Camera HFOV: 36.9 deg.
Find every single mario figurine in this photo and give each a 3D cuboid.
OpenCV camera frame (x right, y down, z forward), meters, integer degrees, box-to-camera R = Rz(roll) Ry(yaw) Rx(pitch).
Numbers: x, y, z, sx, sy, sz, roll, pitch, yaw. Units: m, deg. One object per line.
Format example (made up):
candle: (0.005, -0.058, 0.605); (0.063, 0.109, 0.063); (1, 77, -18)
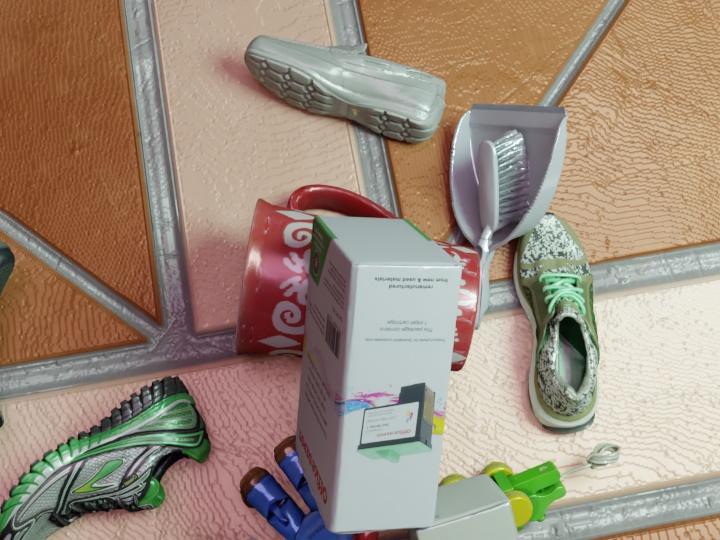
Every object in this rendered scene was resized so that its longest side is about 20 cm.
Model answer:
mario figurine: (-0.015, 0.241, 0.905); (0.105, 0.124, 0.201); (-14, 58, -47)

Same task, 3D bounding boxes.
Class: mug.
mug: (0.001, -0.001, 0.946); (0.197, 0.134, 0.180); (9, 73, -2)

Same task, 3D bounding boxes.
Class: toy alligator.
toy alligator: (0.133, 0.199, 0.926); (0.197, 0.059, 0.055); (-14, 113, -6)

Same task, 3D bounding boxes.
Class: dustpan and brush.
dustpan and brush: (0.122, -0.048, 0.987); (0.057, 0.139, 0.203); (-8, 103, -33)

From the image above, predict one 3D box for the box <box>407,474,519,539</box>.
box: (0.096, 0.274, 0.843); (0.077, 0.095, 0.203); (-15, 96, -4)

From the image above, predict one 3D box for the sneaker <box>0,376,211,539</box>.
sneaker: (-0.215, 0.176, 0.906); (0.199, 0.078, 0.086); (-35, 77, -13)

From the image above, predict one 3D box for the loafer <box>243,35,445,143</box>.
loafer: (-0.013, -0.186, 1.039); (0.197, 0.070, 0.071); (20, 67, -3)

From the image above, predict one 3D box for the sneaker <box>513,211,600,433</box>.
sneaker: (0.184, 0.037, 0.959); (0.076, 0.089, 0.203); (-4, 71, -3)

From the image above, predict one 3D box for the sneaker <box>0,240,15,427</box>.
sneaker: (-0.338, 0.077, 0.938); (0.113, 0.076, 0.201); (28, 76, 5)

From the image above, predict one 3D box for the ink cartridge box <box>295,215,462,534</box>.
ink cartridge box: (0.008, 0.074, 0.815); (0.083, 0.145, 0.203); (1, 105, -14)

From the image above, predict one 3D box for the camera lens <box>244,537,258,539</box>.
camera lens: (-0.153, 0.306, 0.823); (0.197, 0.160, 0.162); (-17, 73, -7)
